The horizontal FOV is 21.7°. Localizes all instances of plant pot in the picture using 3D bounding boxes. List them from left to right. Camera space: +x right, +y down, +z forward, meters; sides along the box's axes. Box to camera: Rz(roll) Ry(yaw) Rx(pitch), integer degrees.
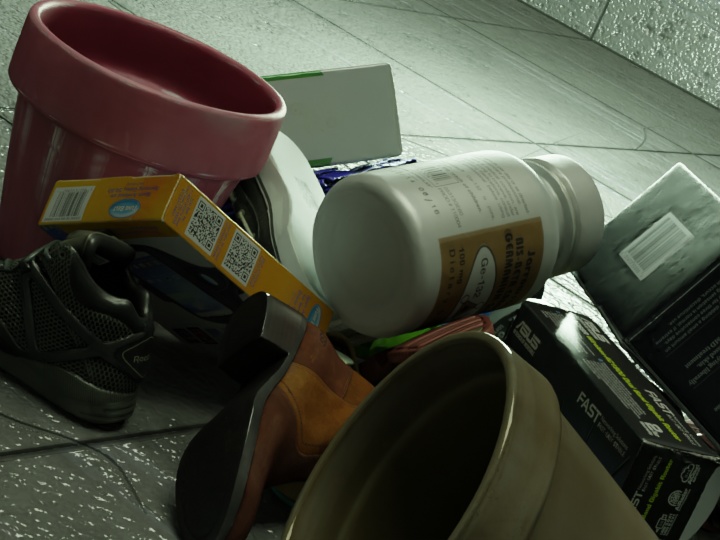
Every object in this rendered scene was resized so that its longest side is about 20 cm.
[{"bbox_3d":[-0.178,-0.077,1.379,0.200,0.179,0.200,22,17,-7],"label":"plant pot"},{"bbox_3d":[0.076,0.163,1.039,0.173,0.200,0.200,37,12,-20],"label":"plant pot"}]

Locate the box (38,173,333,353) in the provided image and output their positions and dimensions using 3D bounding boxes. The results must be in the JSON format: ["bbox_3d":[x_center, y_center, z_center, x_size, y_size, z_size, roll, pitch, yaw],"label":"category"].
[{"bbox_3d":[-0.109,0.006,1.276,0.119,0.042,0.200,-1,-34,39],"label":"box"}]

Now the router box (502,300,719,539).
[{"bbox_3d":[0.137,0.131,1.229,0.062,0.150,0.200,15,19,-26],"label":"router box"}]

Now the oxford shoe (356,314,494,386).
[{"bbox_3d":[0.056,0.078,1.283,0.070,0.075,0.200,-20,-4,-14],"label":"oxford shoe"}]

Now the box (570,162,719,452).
[{"bbox_3d":[0.271,0.050,1.366,0.197,0.124,0.200,48,7,-17],"label":"box"}]

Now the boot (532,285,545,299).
[{"bbox_3d":[0.125,-0.026,1.823,0.198,0.073,0.162,32,16,27],"label":"boot"}]

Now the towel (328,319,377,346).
[{"bbox_3d":[0.000,0.000,1.429,0.200,0.035,0.133,-16,45,-9],"label":"towel"}]

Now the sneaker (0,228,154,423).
[{"bbox_3d":[-0.215,0.005,1.201,0.199,0.114,0.076,27,15,16],"label":"sneaker"}]

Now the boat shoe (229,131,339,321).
[{"bbox_3d":[-0.055,-0.023,1.396,0.071,0.064,0.200,30,25,-35],"label":"boat shoe"}]

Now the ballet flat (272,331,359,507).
[{"bbox_3d":[-0.031,0.093,1.266,0.069,0.063,0.200,23,17,-9],"label":"ballet flat"}]

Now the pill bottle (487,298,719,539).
[{"bbox_3d":[0.164,0.115,1.373,0.114,0.114,0.200,8,23,-41],"label":"pill bottle"}]

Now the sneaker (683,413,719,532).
[{"bbox_3d":[0.315,0.184,1.464,0.200,0.076,0.116,16,21,9],"label":"sneaker"}]

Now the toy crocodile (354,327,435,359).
[{"bbox_3d":[-0.003,0.042,1.466,0.200,0.062,0.068,22,52,10],"label":"toy crocodile"}]

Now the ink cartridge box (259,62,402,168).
[{"bbox_3d":[-0.074,-0.128,1.644,0.146,0.083,0.200,-10,5,-25],"label":"ink cartridge box"}]

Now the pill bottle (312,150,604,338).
[{"bbox_3d":[0.075,-0.025,1.329,0.200,0.114,0.114,-13,38,-41],"label":"pill bottle"}]

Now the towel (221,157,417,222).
[{"bbox_3d":[-0.037,-0.064,1.634,0.148,0.050,0.200,-9,1,26],"label":"towel"}]

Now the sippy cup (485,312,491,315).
[{"bbox_3d":[0.083,-0.015,1.624,0.140,0.130,0.178,28,17,12],"label":"sippy cup"}]

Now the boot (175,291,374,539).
[{"bbox_3d":[-0.014,0.135,1.166,0.200,0.068,0.188,38,36,-25],"label":"boot"}]
